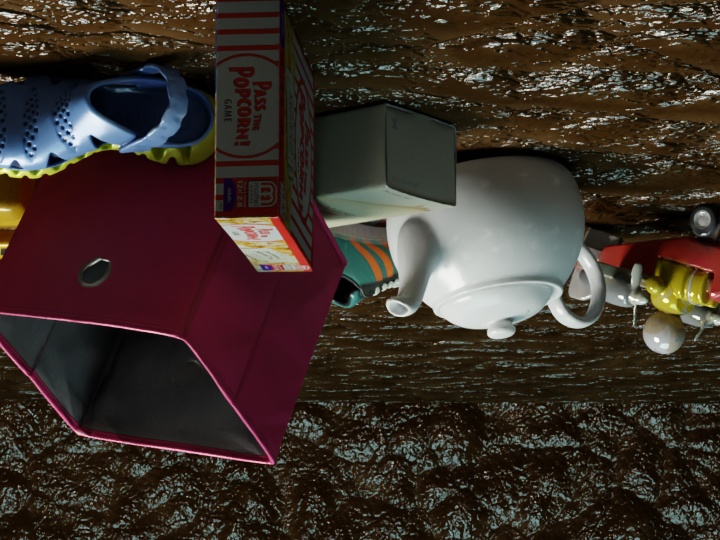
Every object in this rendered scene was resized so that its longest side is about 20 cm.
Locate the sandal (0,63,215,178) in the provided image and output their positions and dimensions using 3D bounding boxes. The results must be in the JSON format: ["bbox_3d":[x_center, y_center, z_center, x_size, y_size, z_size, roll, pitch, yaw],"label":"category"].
[{"bbox_3d":[-0.202,-0.119,1.380,0.199,0.080,0.087,-8,167,-6],"label":"sandal"}]

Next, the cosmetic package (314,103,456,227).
[{"bbox_3d":[-0.027,-0.083,1.568,0.199,0.074,0.103,-7,168,39],"label":"cosmetic package"}]

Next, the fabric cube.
[{"bbox_3d":[-0.152,0.012,1.487,0.195,0.200,0.200,6,149,26],"label":"fabric cube"}]

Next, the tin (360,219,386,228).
[{"bbox_3d":[-0.054,-0.061,1.772,0.199,0.042,0.112,1,171,-7],"label":"tin"}]

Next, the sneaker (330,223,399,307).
[{"bbox_3d":[0.000,0.000,1.776,0.199,0.080,0.071,9,164,-39],"label":"sneaker"}]

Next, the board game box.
[{"bbox_3d":[-0.066,-0.090,1.304,0.046,0.152,0.200,-1,171,5],"label":"board game box"}]

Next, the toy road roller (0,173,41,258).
[{"bbox_3d":[-0.325,-0.059,1.582,0.199,0.124,0.146,-2,155,8],"label":"toy road roller"}]

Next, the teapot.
[{"bbox_3d":[0.123,-0.009,1.699,0.199,0.147,0.197,-11,165,5],"label":"teapot"}]

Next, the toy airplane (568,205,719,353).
[{"bbox_3d":[0.302,0.017,1.928,0.199,0.142,0.199,1,170,-9],"label":"toy airplane"}]
